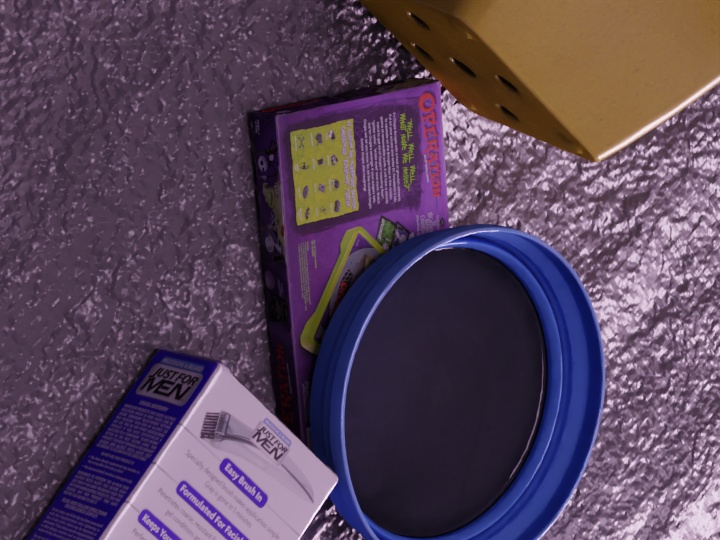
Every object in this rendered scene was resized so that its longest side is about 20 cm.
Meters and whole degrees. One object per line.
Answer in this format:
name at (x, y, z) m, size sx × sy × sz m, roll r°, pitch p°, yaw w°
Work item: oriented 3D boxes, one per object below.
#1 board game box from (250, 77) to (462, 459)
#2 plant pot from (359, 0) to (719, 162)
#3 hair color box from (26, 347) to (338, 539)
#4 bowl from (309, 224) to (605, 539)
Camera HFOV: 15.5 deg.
board game box at (0.000, 0.000, 1.476) m, size 0.120 × 0.032 × 0.200 m, roll -13°, pitch 106°, yaw -33°
plant pot at (0.107, -0.178, 1.442) m, size 0.176 × 0.200 × 0.200 m, roll -52°, pitch 126°, yaw -6°
hair color box at (-0.111, 0.154, 1.385) m, size 0.109 × 0.065 × 0.200 m, roll 47°, pitch 69°, yaw -33°
bowl at (0.054, 0.072, 1.492) m, size 0.200 × 0.039 × 0.201 m, roll -8°, pitch 103°, yaw -38°
